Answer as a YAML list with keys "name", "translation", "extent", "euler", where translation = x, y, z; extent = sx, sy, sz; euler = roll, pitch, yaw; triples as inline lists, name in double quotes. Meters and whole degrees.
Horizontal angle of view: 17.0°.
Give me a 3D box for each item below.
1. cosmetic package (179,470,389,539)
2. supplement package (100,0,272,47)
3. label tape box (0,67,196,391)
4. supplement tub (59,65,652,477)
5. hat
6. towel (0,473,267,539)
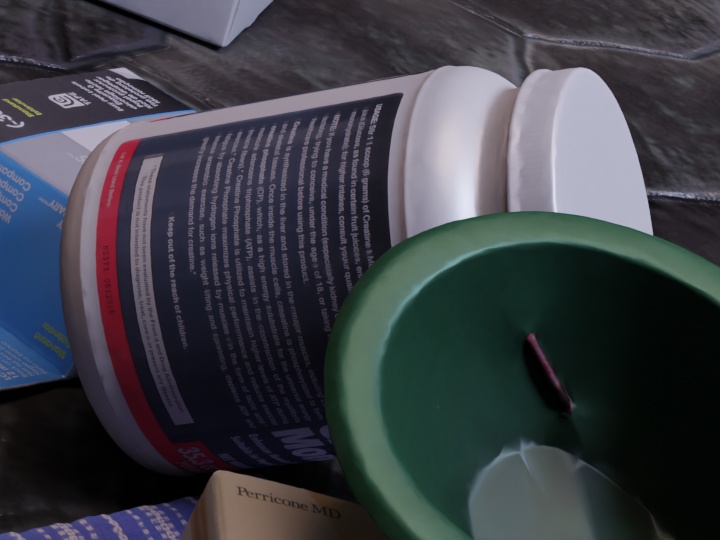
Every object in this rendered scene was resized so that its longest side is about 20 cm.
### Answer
- name: "cosmetic package"
  translation: [-0.004, 0.155, 0.721]
  extent: [0.105, 0.071, 0.200]
  euler: [16, 28, -18]
- name: "supplement package"
  translation: [-0.139, -0.233, 1.425]
  extent: [0.199, 0.120, 0.121]
  euler: [21, 23, 4]
- name: "label tape box"
  translation: [-0.127, -0.024, 1.053]
  extent: [0.143, 0.066, 0.199]
  euler: [33, 26, 29]
- name: "supplement tub"
  translation: [0.000, 0.000, 0.912]
  extent: [0.199, 0.141, 0.140]
  euler: [-8, 14, 23]
- name: "hat"
  translation: [0.069, 0.102, 0.810]
  extent: [0.199, 0.177, 0.166]
  euler: [24, 50, 6]
- name: "towel"
  translation: [-0.062, 0.127, 0.828]
  extent: [0.199, 0.024, 0.145]
  euler: [-8, 36, -46]
